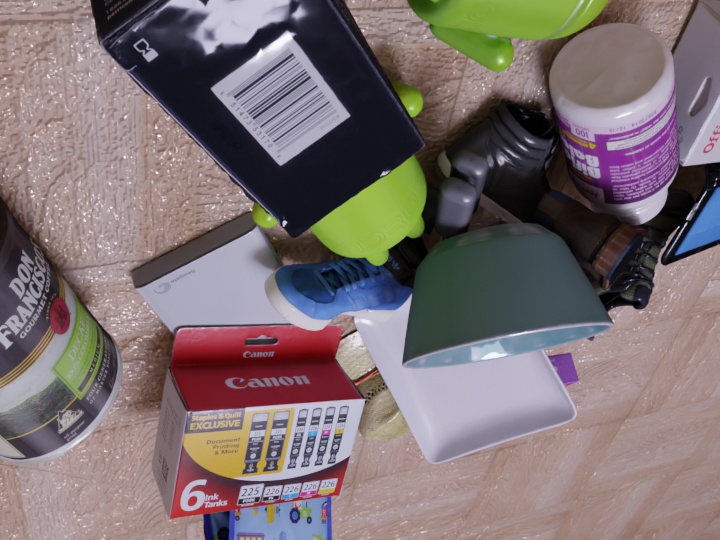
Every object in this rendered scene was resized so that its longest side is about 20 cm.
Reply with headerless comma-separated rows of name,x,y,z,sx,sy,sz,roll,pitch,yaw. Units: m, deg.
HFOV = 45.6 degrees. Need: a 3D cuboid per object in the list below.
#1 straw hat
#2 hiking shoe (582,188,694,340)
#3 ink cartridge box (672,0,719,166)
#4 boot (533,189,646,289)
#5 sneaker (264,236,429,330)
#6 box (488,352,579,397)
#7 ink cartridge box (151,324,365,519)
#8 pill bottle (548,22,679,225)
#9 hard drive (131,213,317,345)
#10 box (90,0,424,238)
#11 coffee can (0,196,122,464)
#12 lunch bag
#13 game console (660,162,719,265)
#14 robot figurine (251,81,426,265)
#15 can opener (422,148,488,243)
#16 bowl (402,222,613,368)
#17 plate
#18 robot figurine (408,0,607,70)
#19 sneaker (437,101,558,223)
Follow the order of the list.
straw hat,0.029,0.160,1.050,0.198,0.086,0.203,-14,138,-13
hiking shoe,0.331,-0.005,1.023,0.075,0.101,0.200,21,121,-42
ink cartridge box,0.412,-0.197,0.877,0.197,0.084,0.147,-8,138,-21
boot,0.234,-0.038,0.878,0.075,0.096,0.200,-54,164,5
sneaker,-0.001,-0.001,0.851,0.111,0.077,0.198,-45,151,27
box,0.162,0.157,1.089,0.135,0.040,0.200,-4,161,-28
ink cartridge box,-0.105,0.154,0.900,0.197,0.084,0.178,0,117,-29
pill bottle,0.252,-0.131,0.836,0.111,0.113,0.201,-29,142,4
hard drive,-0.129,0.039,0.883,0.130,0.027,0.201,-27,139,0
box,-0.075,-0.167,0.557,0.116,0.202,0.197,-32,140,9
coffee can,-0.305,0.049,0.707,0.144,0.148,0.201,-24,141,-3
lunch bag,-0.105,0.285,1.010,0.149,0.203,0.094,17,141,-39
game console,0.458,-0.072,0.964,0.198,0.174,0.119,-15,104,-44
robot figurine,-0.015,-0.090,0.736,0.174,0.116,0.200,-36,139,4
can opener,0.075,-0.061,0.803,0.200,0.066,0.054,81,33,-75
bowl,0.127,0.022,0.805,0.197,0.107,0.201,-10,169,-2
plate,0.115,0.100,0.952,0.198,0.202,0.032,-26,-174,31
robot figurine,0.109,-0.236,0.636,0.197,0.116,0.177,-2,130,-27
sneaker,0.177,-0.098,0.865,0.198,0.071,0.099,23,125,-38
